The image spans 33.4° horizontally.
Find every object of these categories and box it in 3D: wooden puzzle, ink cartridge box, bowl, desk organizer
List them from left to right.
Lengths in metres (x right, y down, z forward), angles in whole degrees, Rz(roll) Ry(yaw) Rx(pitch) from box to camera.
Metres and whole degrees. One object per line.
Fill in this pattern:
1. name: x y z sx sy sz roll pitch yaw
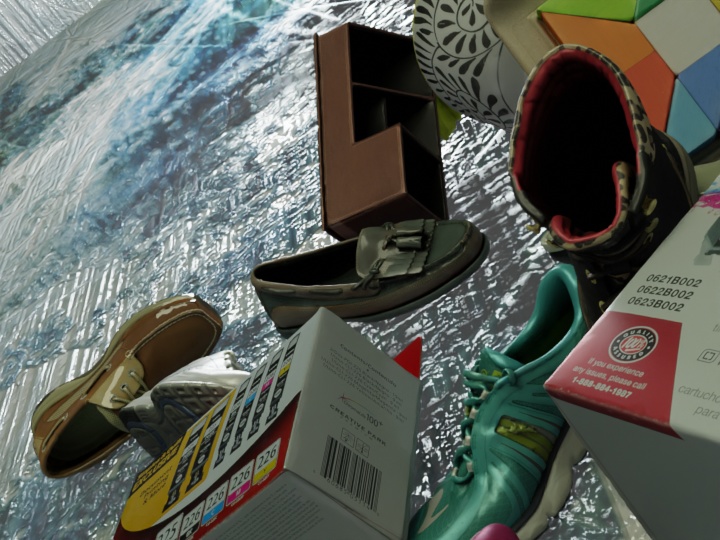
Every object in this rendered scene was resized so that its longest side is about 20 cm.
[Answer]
1. ink cartridge box: -0.060 0.124 0.712 0.200 0.084 0.176 -42 21 30
2. desk organizer: 0.016 -0.115 0.977 0.077 0.072 0.201 -22 55 28
3. bowl: 0.147 -0.165 0.841 0.200 0.201 0.094 -35 42 9
4. wooden puzzle: 0.202 -0.145 0.737 0.185 0.200 0.037 -36 -8 7
5. ink cartridge box: 0.211 0.034 0.485 0.200 0.145 0.145 -47 27 -18

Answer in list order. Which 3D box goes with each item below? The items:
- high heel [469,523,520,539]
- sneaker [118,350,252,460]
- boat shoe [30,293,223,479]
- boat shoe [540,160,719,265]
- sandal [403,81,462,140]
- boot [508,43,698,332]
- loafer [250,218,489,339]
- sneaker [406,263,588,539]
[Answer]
1. high heel: 0.077 0.186 0.494 0.096 0.067 0.200 -32 30 37
2. sneaker: -0.111 0.090 0.876 0.087 0.075 0.200 -44 15 -28
3. boat shoe: -0.192 0.104 0.991 0.200 0.076 0.074 -41 30 15
4. boat shoe: 0.203 -0.027 0.683 0.199 0.066 0.075 -21 17 22
5. sandal: 0.098 -0.183 1.059 0.200 0.080 0.087 -30 23 15
6. boot: 0.126 0.002 0.571 0.073 0.151 0.201 -7 70 26
7. loafer: 0.000 0.000 0.905 0.200 0.063 0.072 -21 31 33
8. sneaker: 0.078 0.083 0.655 0.077 0.080 0.200 3 50 55
